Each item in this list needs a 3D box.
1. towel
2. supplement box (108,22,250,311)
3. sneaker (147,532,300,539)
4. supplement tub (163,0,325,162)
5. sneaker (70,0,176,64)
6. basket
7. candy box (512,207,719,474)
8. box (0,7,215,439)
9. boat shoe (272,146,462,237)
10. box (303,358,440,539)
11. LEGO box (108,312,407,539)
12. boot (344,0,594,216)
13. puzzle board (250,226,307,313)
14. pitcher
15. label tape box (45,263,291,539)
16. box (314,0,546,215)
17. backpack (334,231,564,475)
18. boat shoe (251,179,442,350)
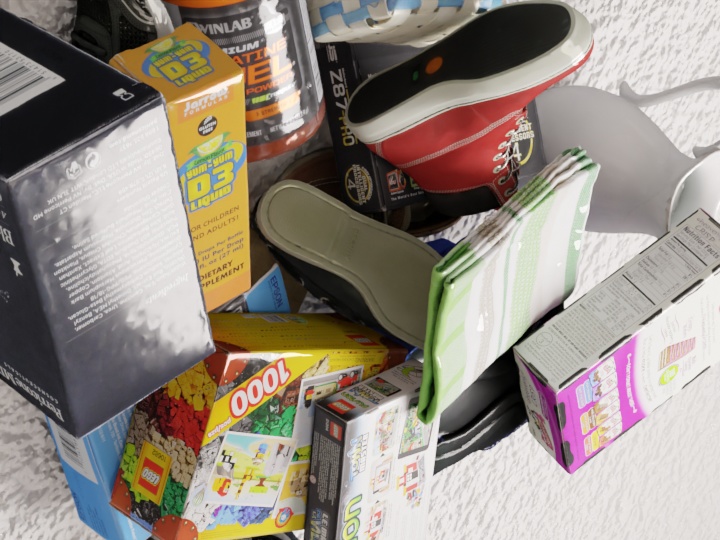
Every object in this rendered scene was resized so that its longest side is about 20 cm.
[{"bbox_3d":[0.112,0.012,1.369,0.200,0.031,0.150,-41,145,-40],"label":"towel"},{"bbox_3d":[-0.118,-0.062,1.231,0.066,0.069,0.201,-29,140,-26],"label":"supplement box"},{"bbox_3d":[-0.121,0.264,1.474,0.199,0.129,0.080,-31,132,-32],"label":"sneaker"},{"bbox_3d":[-0.090,-0.181,1.263,0.107,0.107,0.201,-36,135,-28],"label":"supplement tub"},{"bbox_3d":[-0.174,-0.112,1.233,0.086,0.080,0.201,-27,129,-34],"label":"sneaker"},{"bbox_3d":[0.025,-0.267,1.326,0.176,0.139,0.201,-8,83,-44],"label":"basket"},{"bbox_3d":[0.223,0.058,1.490,0.199,0.061,0.137,-35,146,-13],"label":"candy box"},{"bbox_3d":[-0.207,-0.036,1.147,0.117,0.196,0.201,-34,134,-29],"label":"box"},{"bbox_3d":[0.009,-0.056,1.471,0.199,0.072,0.076,-13,121,-43],"label":"boat shoe"},{"bbox_3d":[0.007,0.176,1.393,0.110,0.035,0.201,-20,126,-43],"label":"box"},{"bbox_3d":[-0.073,0.113,1.355,0.199,0.077,0.150,1,110,-50],"label":"LEGO box"},{"bbox_3d":[0.108,-0.109,1.331,0.144,0.199,0.073,42,42,-33],"label":"boot"},{"bbox_3d":[-0.120,0.059,1.444,0.150,0.017,0.201,19,97,-50],"label":"puzzle board"},{"bbox_3d":[0.234,-0.107,1.587,0.121,0.200,0.172,29,90,-51],"label":"pitcher"},{"bbox_3d":[-0.137,0.094,1.385,0.200,0.066,0.144,-39,136,-31],"label":"label tape box"},{"bbox_3d":[0.057,-0.138,1.449,0.199,0.049,0.162,-14,94,-43],"label":"box"},{"bbox_3d":[0.055,0.074,1.521,0.200,0.167,0.163,-32,128,-36],"label":"backpack"},{"bbox_3d":[-0.001,0.002,1.396,0.199,0.066,0.075,28,73,-17],"label":"boat shoe"}]
